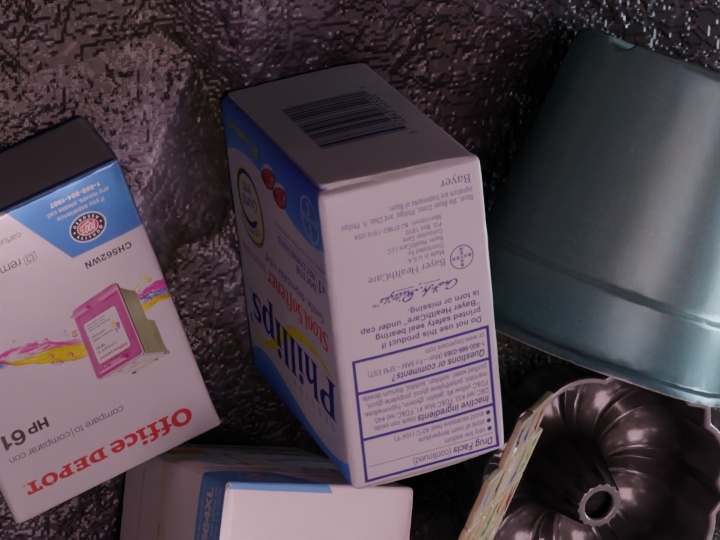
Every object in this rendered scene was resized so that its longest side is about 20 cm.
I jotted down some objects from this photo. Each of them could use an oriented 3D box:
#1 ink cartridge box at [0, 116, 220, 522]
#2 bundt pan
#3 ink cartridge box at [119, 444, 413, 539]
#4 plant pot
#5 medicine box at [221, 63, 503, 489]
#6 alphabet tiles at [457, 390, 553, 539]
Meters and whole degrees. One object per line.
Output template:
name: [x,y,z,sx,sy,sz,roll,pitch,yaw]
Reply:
ink cartridge box: [-0.188,0.032,1.529,0.144,0.085,0.200,-26,121,-12]
bundt pan: [0.149,0.145,1.731,0.202,0.076,0.202,-9,115,-19]
ink cartridge box: [-0.071,0.181,1.592,0.128,0.200,0.125,4,93,-26]
plant pot: [0.174,-0.040,1.606,0.200,0.200,0.196,18,95,-29]
medicine box: [0.000,0.000,1.540,0.103,0.182,0.200,-14,116,-17]
alphabet tiles: [0.072,0.173,1.589,0.006,0.166,0.200,25,103,10]
